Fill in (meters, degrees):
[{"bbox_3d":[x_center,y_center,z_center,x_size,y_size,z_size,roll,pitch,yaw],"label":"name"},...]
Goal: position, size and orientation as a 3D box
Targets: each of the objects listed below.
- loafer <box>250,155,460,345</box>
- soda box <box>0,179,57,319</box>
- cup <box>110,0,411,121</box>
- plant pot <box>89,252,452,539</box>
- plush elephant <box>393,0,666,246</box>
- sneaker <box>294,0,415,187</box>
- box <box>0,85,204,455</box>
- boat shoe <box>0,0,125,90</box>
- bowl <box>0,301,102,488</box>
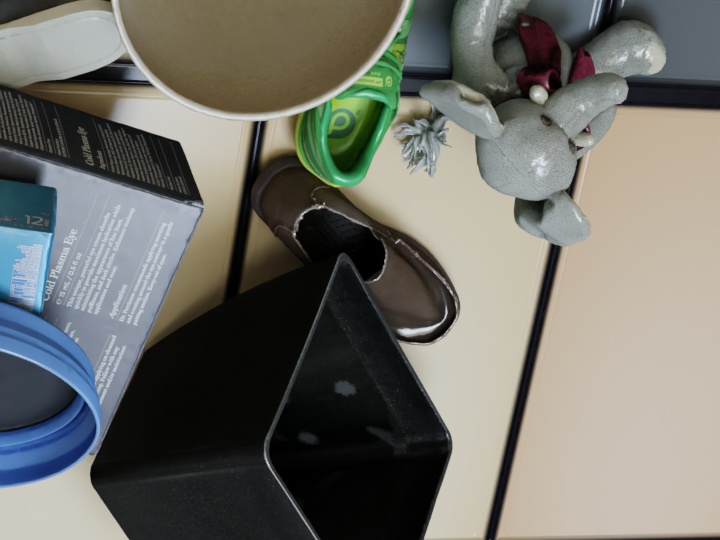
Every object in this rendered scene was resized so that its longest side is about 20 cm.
[{"bbox_3d":[0.000,0.000,1.829,0.200,0.071,0.073,36,102,-31],"label":"loafer"},{"bbox_3d":[-0.287,-0.023,1.539,0.199,0.068,0.064,9,116,-9],"label":"soda box"},{"bbox_3d":[-0.078,-0.218,1.639,0.199,0.143,0.201,-8,121,-14],"label":"cup"},{"bbox_3d":[-0.071,0.133,1.797,0.177,0.200,0.200,-8,129,29],"label":"plant pot"},{"bbox_3d":[0.121,-0.113,1.758,0.200,0.155,0.165,-42,123,6],"label":"plush elephant"},{"bbox_3d":[0.007,-0.149,1.740,0.074,0.084,0.201,2,113,-20],"label":"sneaker"},{"bbox_3d":[-0.228,-0.006,1.662,0.181,0.104,0.201,17,112,-23],"label":"box"},{"bbox_3d":[-0.250,-0.155,1.663,0.199,0.061,0.074,-15,138,5],"label":"boat shoe"},{"bbox_3d":[-0.259,0.074,1.574,0.199,0.040,0.201,2,148,1],"label":"bowl"}]
